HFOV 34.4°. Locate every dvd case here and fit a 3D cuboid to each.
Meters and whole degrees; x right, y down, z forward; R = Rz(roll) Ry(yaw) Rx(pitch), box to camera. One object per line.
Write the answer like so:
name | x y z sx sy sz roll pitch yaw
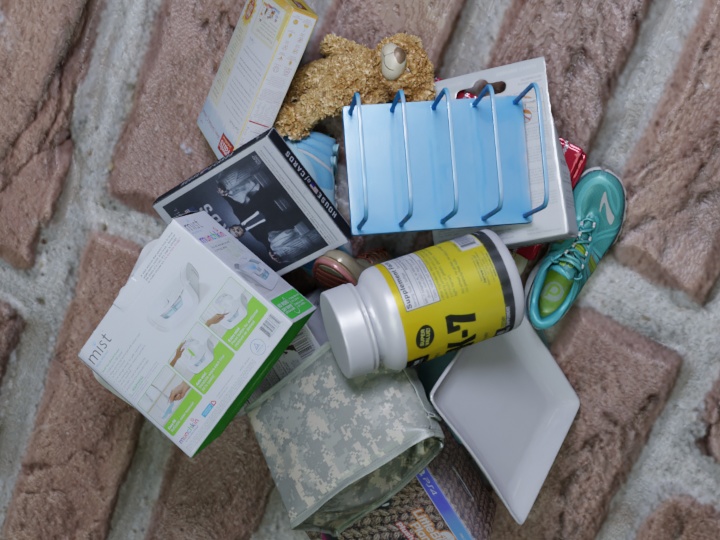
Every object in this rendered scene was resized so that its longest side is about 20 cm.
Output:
dvd case | -0.124 -0.059 1.312 0.199 0.025 0.151 -25 112 36

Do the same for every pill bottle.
pill bottle | 0.064 0.038 1.237 0.198 0.114 0.115 -18 102 -12

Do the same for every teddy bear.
teddy bear | -0.016 -0.214 1.320 0.198 0.146 0.067 -1 142 18

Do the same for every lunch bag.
lunch bag | -0.008 0.173 1.303 0.200 0.117 0.165 -39 58 18

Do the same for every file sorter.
file sorter | 0.087 -0.119 1.210 0.198 0.123 0.141 -4 86 -4

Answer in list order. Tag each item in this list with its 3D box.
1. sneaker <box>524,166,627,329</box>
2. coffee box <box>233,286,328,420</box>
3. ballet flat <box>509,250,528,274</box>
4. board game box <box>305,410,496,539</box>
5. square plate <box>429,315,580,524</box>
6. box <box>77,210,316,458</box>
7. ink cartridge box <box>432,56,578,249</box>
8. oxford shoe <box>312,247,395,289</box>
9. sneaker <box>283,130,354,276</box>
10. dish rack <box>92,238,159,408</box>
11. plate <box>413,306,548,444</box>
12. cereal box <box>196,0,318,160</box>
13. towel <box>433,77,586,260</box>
sneaker | 0.248 -0.020 1.330 0.077 0.080 0.202 23 108 6
coffee box | -0.121 0.112 1.433 0.199 0.113 0.080 -30 96 19
ballet flat | 0.114 0.019 1.351 0.199 0.057 0.067 -29 74 -10
board game box | 0.039 0.285 1.418 0.199 0.097 0.160 -22 114 27
square plate | 0.163 0.148 1.322 0.028 0.200 0.199 -14 119 43
box | -0.182 0.068 1.286 0.176 0.097 0.201 39 106 7
ink cartridge box | 0.152 -0.124 1.316 0.159 0.047 0.202 -10 82 25
oxford shoe | 0.000 0.000 1.339 0.070 0.200 0.075 27 84 19
sneaker | -0.046 -0.087 1.385 0.079 0.132 0.201 -1 141 23
dish rack | -0.211 0.079 1.370 0.171 0.043 0.201 32 106 12
plate | 0.131 0.114 1.394 0.198 0.026 0.203 -1 99 -3
cereal box | -0.122 -0.225 1.331 0.039 0.144 0.201 14 113 -29
towel | 0.146 -0.117 1.345 0.199 0.022 0.146 29 111 14
